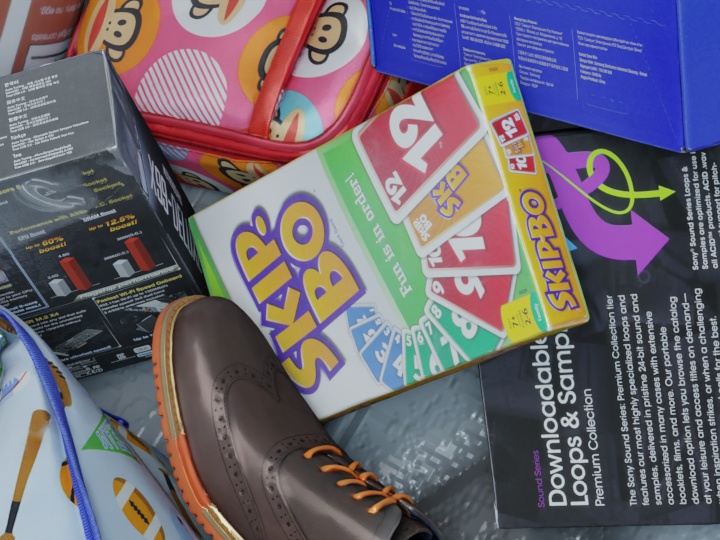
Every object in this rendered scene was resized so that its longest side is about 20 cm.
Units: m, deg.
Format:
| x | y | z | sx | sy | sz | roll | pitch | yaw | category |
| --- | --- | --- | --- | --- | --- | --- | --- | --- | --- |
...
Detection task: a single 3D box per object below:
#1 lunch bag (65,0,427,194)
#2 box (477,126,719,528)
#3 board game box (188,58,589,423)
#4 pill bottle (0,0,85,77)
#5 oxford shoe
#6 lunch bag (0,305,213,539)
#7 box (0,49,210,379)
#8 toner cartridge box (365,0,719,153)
| x | y | z | sx | sy | sz | roll | pitch | yaw | category |
| --- | --- | --- | --- | --- | --- | --- | --- | --- | --- |
| -0.015 | -0.124 | 0.995 | 0.175 | 0.082 | 0.201 | 14 | 73 | 28 | lunch bag |
| 0.133 | 0.015 | 0.826 | 0.198 | 0.036 | 0.144 | -4 | 96 | 26 | box |
| 0.000 | 0.000 | 0.881 | 0.200 | 0.030 | 0.096 | -26 | 79 | 52 | board game box |
| -0.181 | -0.100 | 1.011 | 0.112 | 0.112 | 0.201 | 36 | 115 | 36 | pill bottle |
| -0.008 | 0.088 | 0.856 | 0.072 | 0.071 | 0.201 | -38 | 76 | 36 | oxford shoe |
| -0.109 | 0.121 | 0.865 | 0.123 | 0.170 | 0.201 | -23 | 58 | 11 | lunch bag |
| -0.168 | -0.001 | 0.939 | 0.198 | 0.158 | 0.050 | -16 | 59 | 6 | box |
| 0.067 | -0.106 | 0.835 | 0.200 | 0.043 | 0.096 | 23 | 121 | 57 | toner cartridge box |
